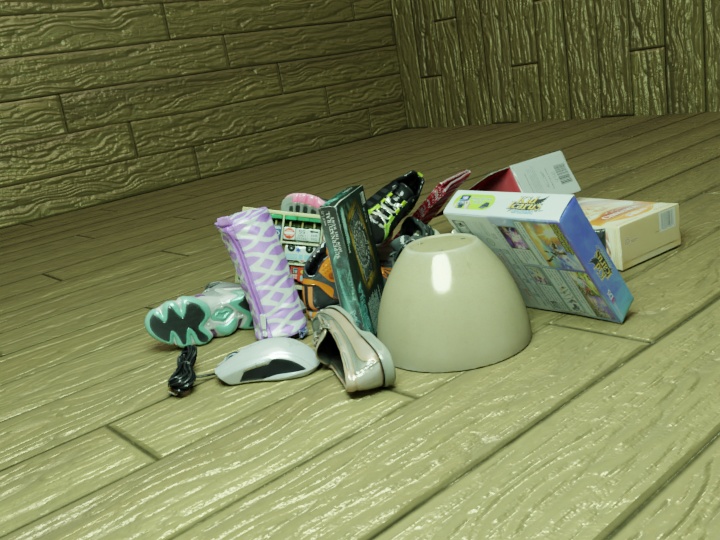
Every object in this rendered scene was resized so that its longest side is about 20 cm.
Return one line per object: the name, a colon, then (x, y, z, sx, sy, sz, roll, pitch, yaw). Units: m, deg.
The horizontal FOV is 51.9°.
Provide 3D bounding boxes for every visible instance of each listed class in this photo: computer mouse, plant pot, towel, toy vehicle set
computer mouse: (-0.151, 0.115, 0.959, 0.200, 0.044, 0.110, -8, 14, 4)
plant pot: (0.113, 0.028, 0.949, 0.200, 0.135, 0.200, -8, 16, 2)
towel: (0.121, -0.100, 1.378, 0.200, 0.022, 0.145, -51, -9, 31)
toy vehicle set: (-0.099, -0.032, 1.212, 0.200, 0.124, 0.027, 5, 5, -4)

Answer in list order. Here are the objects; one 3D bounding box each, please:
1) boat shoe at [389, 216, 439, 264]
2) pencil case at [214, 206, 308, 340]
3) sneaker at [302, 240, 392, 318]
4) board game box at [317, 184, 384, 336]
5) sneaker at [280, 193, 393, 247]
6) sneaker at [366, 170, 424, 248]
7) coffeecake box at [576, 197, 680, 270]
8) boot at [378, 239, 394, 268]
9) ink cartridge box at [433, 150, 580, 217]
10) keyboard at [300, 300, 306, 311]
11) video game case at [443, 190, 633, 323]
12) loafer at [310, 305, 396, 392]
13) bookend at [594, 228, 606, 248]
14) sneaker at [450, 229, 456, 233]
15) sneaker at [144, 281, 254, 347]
boat shoe: (0.077, -0.030, 1.143, 0.074, 0.066, 0.199, -37, 15, 32)
pencil case: (-0.144, 0.009, 1.062, 0.084, 0.200, 0.085, -11, 13, 37)
sneaker: (0.000, 0.000, 1.151, 0.200, 0.112, 0.078, -17, 18, -31)
board game box: (-0.005, -0.006, 1.012, 0.028, 0.200, 0.135, -8, 15, 19)
sneaker: (-0.038, -0.089, 1.281, 0.200, 0.079, 0.095, 16, 17, 5)
sneaker: (0.043, -0.107, 1.178, 0.083, 0.072, 0.200, -54, -3, 42)
coffeecake box: (0.398, -0.066, 1.234, 0.153, 0.073, 0.200, -20, 18, -31)
boot: (0.048, -0.023, 1.313, 0.200, 0.074, 0.096, 11, 18, 32)
ink cartridge box: (0.257, -0.119, 1.334, 0.175, 0.084, 0.200, -19, -10, -30)
keyboard: (-0.139, 0.047, 1.259, 0.056, 0.011, 0.200, -13, 16, -14)
video game case: (0.229, -0.020, 0.951, 0.181, 0.200, 0.045, 11, 60, 50)
loafer: (-0.028, 0.095, 0.916, 0.063, 0.072, 0.200, -19, 21, -21)
bookend: (0.280, -0.037, 1.160, 0.200, 0.092, 0.199, -3, 16, 18)
sneaker: (0.135, -0.009, 1.162, 0.075, 0.077, 0.200, 5, 20, 9)
sneaker: (-0.246, 0.063, 1.161, 0.200, 0.078, 0.140, -6, 11, -27)
